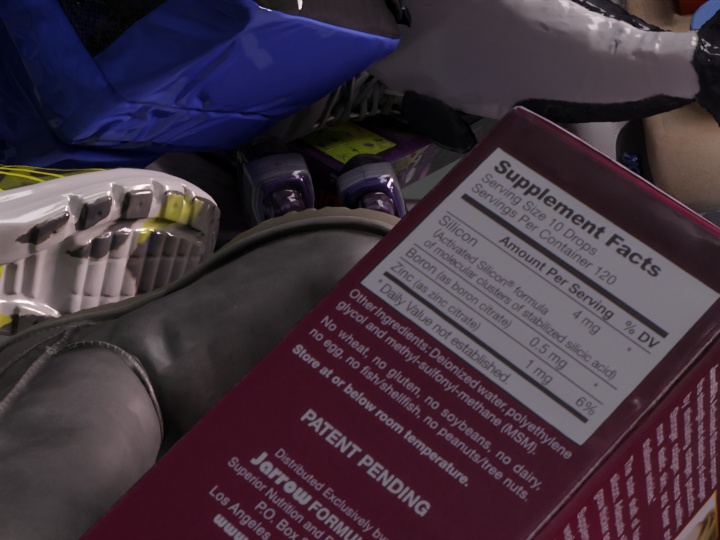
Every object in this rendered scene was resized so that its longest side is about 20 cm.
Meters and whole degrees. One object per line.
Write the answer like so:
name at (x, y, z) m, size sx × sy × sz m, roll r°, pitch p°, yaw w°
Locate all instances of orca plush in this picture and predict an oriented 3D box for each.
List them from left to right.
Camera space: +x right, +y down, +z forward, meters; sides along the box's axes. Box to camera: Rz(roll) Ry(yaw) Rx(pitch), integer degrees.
orca plush at (0.076, -0.110, 0.848) m, size 0.200 × 0.105 × 0.071 m, roll -1°, pitch 21°, yaw 33°

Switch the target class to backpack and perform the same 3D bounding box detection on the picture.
backpack at (-0.107, -0.146, 0.794) m, size 0.200 × 0.168 × 0.162 m, roll 63°, pitch 15°, yaw 8°

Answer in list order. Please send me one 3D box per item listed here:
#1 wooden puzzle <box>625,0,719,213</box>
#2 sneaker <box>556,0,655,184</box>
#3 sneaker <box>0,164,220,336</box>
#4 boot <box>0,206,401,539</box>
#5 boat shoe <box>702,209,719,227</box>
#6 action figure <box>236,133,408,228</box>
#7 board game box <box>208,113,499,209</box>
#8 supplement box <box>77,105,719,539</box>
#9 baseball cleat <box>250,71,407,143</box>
wooden puzzle at (0.206, -0.118, 0.863) m, size 0.185 × 0.046 × 0.200 m, roll -7°, pitch 45°, yaw 8°
sneaker at (0.093, -0.046, 0.919) m, size 0.073 × 0.112 × 0.200 m, roll 21°, pitch 45°, yaw -7°
sneaker at (-0.139, -0.017, 0.731) m, size 0.200 × 0.075 × 0.085 m, roll -5°, pitch 35°, yaw -45°
boot at (-0.072, 0.055, 0.573) m, size 0.073 × 0.182 × 0.200 m, roll 65°, pitch 17°, yaw -7°
boat shoe at (0.207, 0.023, 0.750) m, size 0.071 × 0.091 × 0.200 m, roll 0°, pitch 5°, yaw -44°
action figure at (0.000, 0.000, 0.784) m, size 0.130 × 0.069 × 0.200 m, roll -7°, pitch 18°, yaw -5°
board game box at (-0.013, -0.083, 1.023) m, size 0.120 × 0.032 × 0.200 m, roll 32°, pitch 26°, yaw 15°
supplement box at (0.011, 0.072, 0.505) m, size 0.086 × 0.110 × 0.200 m, roll 36°, pitch 71°, yaw 28°
baseball cleat at (0.001, -0.096, 0.948) m, size 0.106 × 0.070 × 0.200 m, roll 27°, pitch 28°, yaw -3°
